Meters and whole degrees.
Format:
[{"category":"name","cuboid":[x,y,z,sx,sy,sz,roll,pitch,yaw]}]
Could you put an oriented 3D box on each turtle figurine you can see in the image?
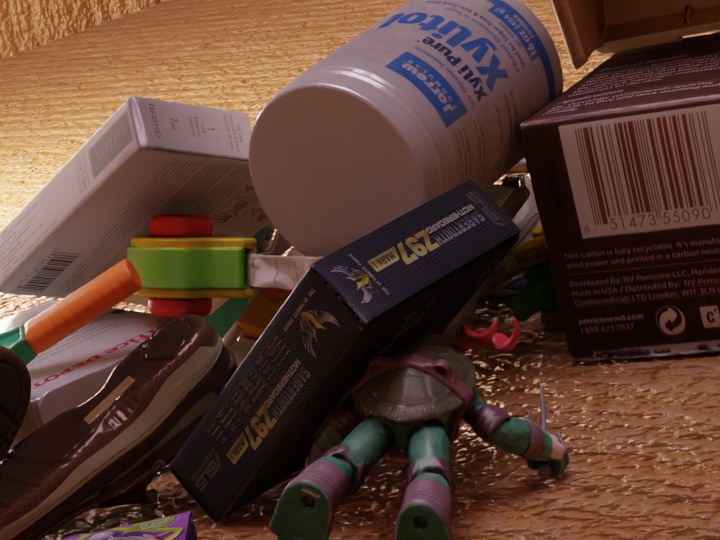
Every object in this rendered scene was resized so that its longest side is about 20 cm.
[{"category":"turtle figurine","cuboid":[0.029,0.092,1.233,0.149,0.101,0.200,-8,21,23]}]

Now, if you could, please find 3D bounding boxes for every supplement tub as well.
[{"category":"supplement tub","cuboid":[0.033,-0.095,1.418,0.132,0.132,0.200,-4,22,33]}]

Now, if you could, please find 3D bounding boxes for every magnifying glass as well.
[{"category":"magnifying glass","cuboid":[-0.225,0.054,1.398,0.200,0.022,0.080,-31,28,6]}]

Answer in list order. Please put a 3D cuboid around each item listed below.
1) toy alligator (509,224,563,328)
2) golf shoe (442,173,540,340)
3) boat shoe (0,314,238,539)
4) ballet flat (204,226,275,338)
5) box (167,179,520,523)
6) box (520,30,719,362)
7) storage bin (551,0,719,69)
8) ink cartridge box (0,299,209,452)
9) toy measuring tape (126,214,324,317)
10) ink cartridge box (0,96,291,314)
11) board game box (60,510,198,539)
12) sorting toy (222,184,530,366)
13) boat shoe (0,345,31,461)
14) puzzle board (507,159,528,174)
[{"category":"toy alligator","cuboid":[0.156,-0.011,1.544,0.054,0.059,0.200,-18,12,27]},{"category":"golf shoe","cuboid":[0.055,-0.004,1.557,0.200,0.097,0.078,-26,21,-35]},{"category":"boat shoe","cuboid":[-0.151,0.119,1.338,0.202,0.075,0.075,-39,27,-3]},{"category":"ballet flat","cuboid":[-0.093,-0.032,1.592,0.072,0.200,0.072,5,51,-6]},{"category":"box","cuboid":[-0.010,0.047,1.298,0.158,0.051,0.200,-28,-20,-47]},{"category":"box","cuboid":[0.227,-0.056,1.448,0.166,0.165,0.200,-7,16,30]},{"category":"storage bin","cuboid":[0.217,-0.239,1.441,0.200,0.199,0.094,-8,32,22]},{"category":"ink cartridge box","cuboid":[-0.202,0.086,1.479,0.146,0.086,0.200,-24,20,-35]},{"category":"toy measuring tape","cuboid":[-0.098,-0.001,1.412,0.073,0.074,0.200,-22,15,-29]},{"category":"ink cartridge box","cuboid":[-0.128,-0.039,1.508,0.176,0.045,0.200,7,-32,-37]},{"category":"board game box","cuboid":[-0.190,0.184,1.217,0.200,0.032,0.120,-13,19,3]},{"category":"sorting toy","cuboid":[0.000,0.000,1.507,0.200,0.036,0.185,9,56,53]},{"category":"boat shoe","cuboid":[-0.280,0.123,1.332,0.200,0.072,0.076,-50,22,-22]},{"category":"puzzle board","cuboid":[0.039,-0.086,1.628,0.150,0.017,0.200,7,5,17]}]
